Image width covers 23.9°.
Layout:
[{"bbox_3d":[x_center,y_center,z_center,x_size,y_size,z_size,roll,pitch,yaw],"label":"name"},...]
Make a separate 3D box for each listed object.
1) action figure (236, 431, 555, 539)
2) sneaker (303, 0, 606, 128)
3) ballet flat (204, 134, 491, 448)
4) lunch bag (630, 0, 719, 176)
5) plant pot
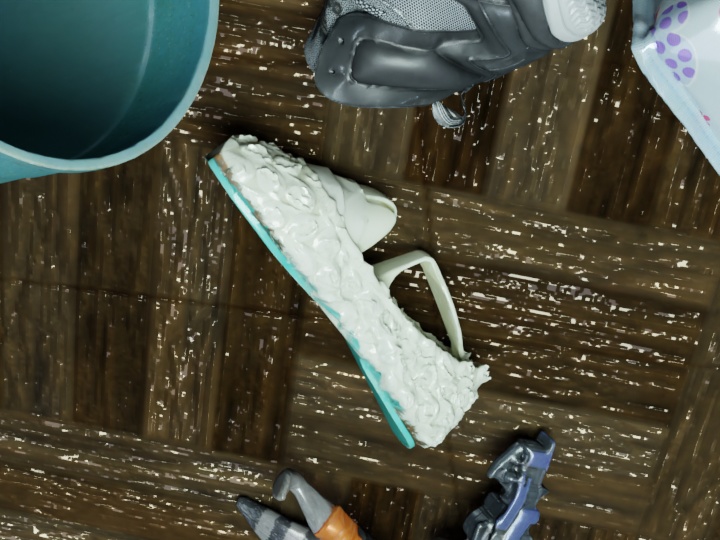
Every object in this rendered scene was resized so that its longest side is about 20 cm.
[{"bbox_3d":[0.031,0.159,0.930,0.192,0.105,0.201,21,100,-14],"label":"action figure"},{"bbox_3d":[-0.001,-0.137,0.702,0.200,0.076,0.114,37,121,-20],"label":"sneaker"},{"bbox_3d":[0.000,0.000,0.822,0.071,0.072,0.201,-20,122,23],"label":"ballet flat"},{"bbox_3d":[0.227,-0.079,0.677,0.169,0.128,0.200,-24,126,27],"label":"lunch bag"},{"bbox_3d":[-0.191,-0.118,0.691,0.187,0.201,0.201,-14,124,38],"label":"plant pot"}]
